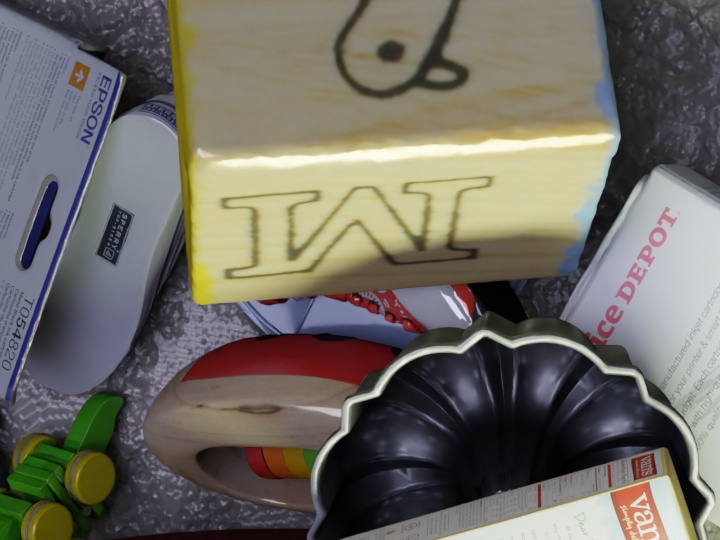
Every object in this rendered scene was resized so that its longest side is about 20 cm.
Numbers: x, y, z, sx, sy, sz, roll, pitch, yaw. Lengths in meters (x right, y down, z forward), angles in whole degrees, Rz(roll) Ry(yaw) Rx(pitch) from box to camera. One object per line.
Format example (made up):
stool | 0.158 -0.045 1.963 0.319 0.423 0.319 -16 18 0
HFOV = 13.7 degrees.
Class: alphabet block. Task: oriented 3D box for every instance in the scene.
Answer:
alphabet block | 0.007 -0.106 1.468 0.199 0.196 0.196 -5 68 -5

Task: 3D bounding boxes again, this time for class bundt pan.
bundt pan | 0.076 0.109 1.493 0.201 0.076 0.202 2 111 4

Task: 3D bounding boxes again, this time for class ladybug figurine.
ladybug figurine | -0.022 0.080 1.605 0.200 0.136 0.072 2 63 28

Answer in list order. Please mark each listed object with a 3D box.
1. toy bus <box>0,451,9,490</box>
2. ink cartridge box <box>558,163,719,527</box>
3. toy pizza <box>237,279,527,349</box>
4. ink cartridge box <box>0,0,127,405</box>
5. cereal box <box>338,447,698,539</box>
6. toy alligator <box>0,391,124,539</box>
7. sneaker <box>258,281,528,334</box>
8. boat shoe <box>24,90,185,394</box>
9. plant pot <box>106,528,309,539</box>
toy bus | -0.299 0.152 1.657 0.135 0.192 0.200 6 81 20
ink cartridge box | 0.207 0.055 1.542 0.200 0.083 0.145 32 103 15
toy pizza | 0.008 -0.044 1.633 0.200 0.032 0.201 1 93 18
ink cartridge box | -0.214 -0.050 1.671 0.200 0.041 0.200 29 102 38
cereal box | 0.076 0.180 1.458 0.200 0.040 0.144 -16 109 8
toy alligator | -0.189 0.153 1.666 0.059 0.054 0.200 11 52 43
sneaker | 0.000 0.000 1.588 0.108 0.067 0.202 -40 77 17
boat shoe | -0.133 -0.018 1.665 0.072 0.066 0.200 29 123 12
plant pot | -0.060 0.229 1.595 0.176 0.200 0.200 -15 88 7
